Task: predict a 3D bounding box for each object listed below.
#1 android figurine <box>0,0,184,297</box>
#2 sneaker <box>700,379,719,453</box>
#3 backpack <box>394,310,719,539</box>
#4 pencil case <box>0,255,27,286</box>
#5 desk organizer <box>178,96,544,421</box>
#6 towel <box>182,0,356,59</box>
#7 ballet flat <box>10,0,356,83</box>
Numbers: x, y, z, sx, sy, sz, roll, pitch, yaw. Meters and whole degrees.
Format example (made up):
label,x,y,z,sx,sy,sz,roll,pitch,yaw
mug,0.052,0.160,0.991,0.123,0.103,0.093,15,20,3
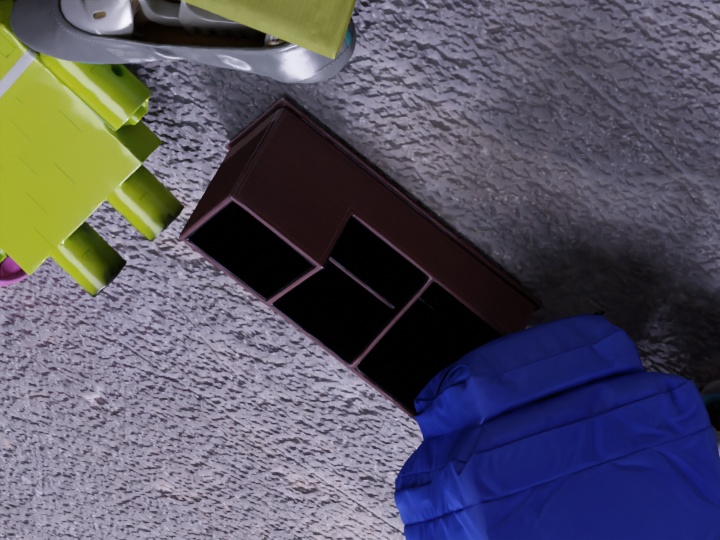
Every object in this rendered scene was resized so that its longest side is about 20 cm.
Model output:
label,x,y,z,sx,sy,sz,roll,pitch,yaw
android figurine,-0.202,-0.078,1.413,0.200,0.041,0.182,45,125,-8
sneaker,0.213,0.111,1.398,0.081,0.077,0.200,44,139,-3
backpack,0.108,0.121,1.354,0.162,0.168,0.200,-12,168,-14
pencil case,-0.282,-0.003,1.564,0.093,0.091,0.200,11,157,-38
desk organizer,0.000,0.000,1.387,0.200,0.077,0.072,38,144,-14
towel,-0.090,-0.183,1.232,0.199,0.018,0.086,22,107,8
ballet flat,-0.100,-0.145,1.280,0.199,0.068,0.064,8,153,15
